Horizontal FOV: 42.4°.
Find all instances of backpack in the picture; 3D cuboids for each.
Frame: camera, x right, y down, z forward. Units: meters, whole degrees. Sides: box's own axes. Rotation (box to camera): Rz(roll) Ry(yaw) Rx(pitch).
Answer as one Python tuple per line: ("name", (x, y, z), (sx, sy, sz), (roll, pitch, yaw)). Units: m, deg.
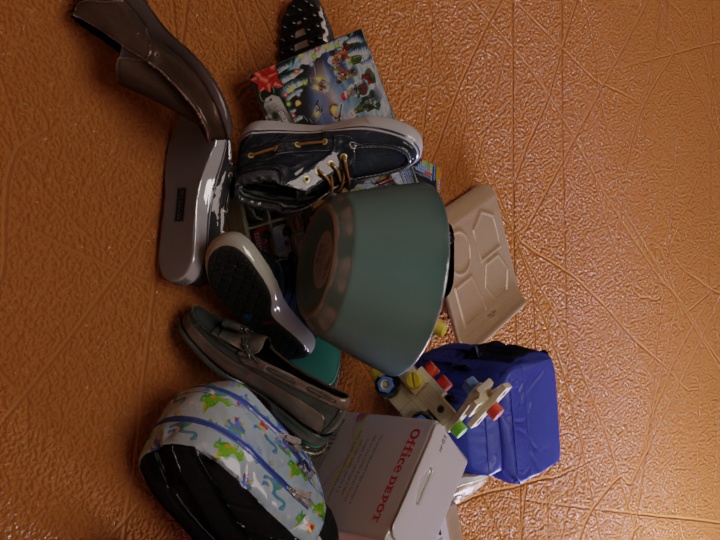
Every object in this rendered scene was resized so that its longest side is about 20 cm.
("backpack", (-0.129, 0.209, 0.929), (0.200, 0.162, 0.155), (41, 50, -33))
("backpack", (0.134, 0.174, 1.197), (0.166, 0.199, 0.165), (-8, 100, -40))

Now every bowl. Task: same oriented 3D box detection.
("bowl", (0.000, 0.000, 0.945), (0.104, 0.200, 0.204), (10, 79, -20))

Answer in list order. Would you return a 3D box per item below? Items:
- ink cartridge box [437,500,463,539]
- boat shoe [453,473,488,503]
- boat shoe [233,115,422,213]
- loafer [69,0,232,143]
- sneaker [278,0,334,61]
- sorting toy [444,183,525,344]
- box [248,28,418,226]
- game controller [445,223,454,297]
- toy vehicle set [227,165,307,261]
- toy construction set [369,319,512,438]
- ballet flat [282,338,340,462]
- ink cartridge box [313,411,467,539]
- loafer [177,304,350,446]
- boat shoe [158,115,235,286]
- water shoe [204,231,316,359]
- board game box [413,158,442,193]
("ink cartridge box", (0.039, 0.386, 1.126), (0.198, 0.075, 0.167), (-25, 113, -32))
("boat shoe", (0.100, 0.303, 1.255), (0.198, 0.071, 0.077), (-5, 101, -39))
("boat shoe", (-0.034, -0.104, 0.970), (0.071, 0.197, 0.092), (84, 8, -51))
("loafer", (-0.202, -0.194, 0.894), (0.071, 0.073, 0.200), (-42, 92, -11))
("sneaker", (-0.045, -0.225, 1.111), (0.090, 0.066, 0.203), (-6, 84, -66))
("sorting toy", (0.166, -0.006, 1.372), (0.185, 0.036, 0.203), (-34, 109, -46))
("box", (-0.025, -0.148, 1.037), (0.040, 0.135, 0.202), (-96, 165, -80))
("game controller", (0.055, 0.003, 1.146), (0.199, 0.042, 0.106), (-18, 103, -47))
("toy vehicle set", (-0.091, -0.028, 1.070), (0.124, 0.026, 0.203), (-23, 105, -48))
("toy construction set", (0.085, 0.116, 1.071), (0.131, 0.200, 0.092), (-44, 145, 1))
("ballet flat", (-0.066, 0.145, 1.053), (0.072, 0.071, 0.201), (59, 21, -30))
("ink cartridge box", (0.000, 0.239, 1.030), (0.085, 0.198, 0.146), (52, 52, -33))
("loafer", (-0.096, 0.094, 0.959), (0.199, 0.063, 0.072), (39, 20, 0))
("boat shoe", (-0.158, -0.082, 0.965), (0.066, 0.069, 0.203), (16, 76, -56))
("water shoe", (-0.101, 0.013, 0.982), (0.201, 0.070, 0.080), (64, 32, -47))
("board game box", (0.032, -0.055, 1.195), (0.164, 0.056, 0.203), (15, 76, -49))
